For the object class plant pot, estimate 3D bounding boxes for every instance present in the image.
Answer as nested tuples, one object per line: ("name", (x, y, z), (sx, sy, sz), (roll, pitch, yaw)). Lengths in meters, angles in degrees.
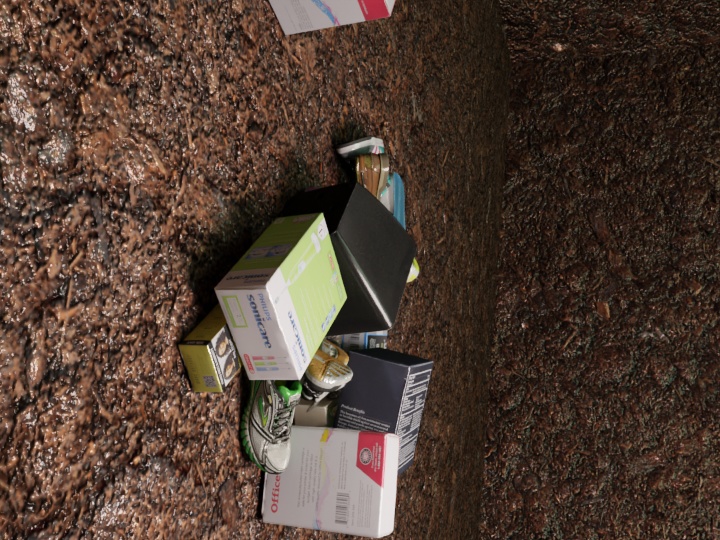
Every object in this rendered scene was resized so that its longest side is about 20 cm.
("plant pot", (-0.041, -0.029, 1.131), (0.180, 0.195, 0.202), (61, 34, -33))

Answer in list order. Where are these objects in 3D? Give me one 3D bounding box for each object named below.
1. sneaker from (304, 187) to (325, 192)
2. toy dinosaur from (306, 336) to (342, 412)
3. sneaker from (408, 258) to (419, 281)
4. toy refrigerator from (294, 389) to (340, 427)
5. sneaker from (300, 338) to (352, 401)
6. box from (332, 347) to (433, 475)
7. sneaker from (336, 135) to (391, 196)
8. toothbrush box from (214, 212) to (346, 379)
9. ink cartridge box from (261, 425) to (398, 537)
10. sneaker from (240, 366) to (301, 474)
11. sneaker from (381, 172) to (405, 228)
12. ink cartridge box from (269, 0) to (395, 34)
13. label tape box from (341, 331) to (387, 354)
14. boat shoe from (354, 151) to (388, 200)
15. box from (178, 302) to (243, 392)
("sneaker", (-0.047, -0.091, 1.260), (0.200, 0.079, 0.091), (38, 63, -66))
("toy dinosaur", (-0.070, 0.168, 1.209), (0.077, 0.102, 0.202), (-43, -169, 53))
("sneaker", (0.055, -0.050, 1.550), (0.076, 0.104, 0.203), (39, 25, -52))
("toy refrigerator", (-0.049, 0.253, 1.262), (0.199, 0.068, 0.078), (-22, 112, -67))
("sneaker", (-0.061, 0.170, 1.058), (0.089, 0.075, 0.200), (-58, 178, 3))
("box", (0.038, 0.249, 1.221), (0.200, 0.120, 0.204), (16, 88, -72))
("sneaker", (0.008, -0.205, 1.401), (0.199, 0.082, 0.124), (-23, 103, -69))
("toothbrush box", (-0.103, 0.032, 0.957), (0.201, 0.084, 0.149), (-61, 141, -54))
("ink cartridge box", (-0.045, 0.325, 1.072), (0.085, 0.195, 0.152), (33, 60, -65))
("sneaker", (-0.128, 0.203, 1.010), (0.077, 0.084, 0.206), (-9, 97, -47))
("sneaker", (0.050, -0.110, 1.492), (0.076, 0.079, 0.205), (33, 55, -55))
("ink cartridge box", (-0.037, -0.473, 1.102), (0.086, 0.195, 0.151), (61, 36, -50))
("label tape box", (0.022, 0.114, 1.456), (0.199, 0.064, 0.148), (15, 77, -67))
("boat shoe", (0.006, -0.148, 1.358), (0.073, 0.066, 0.204), (-105, -162, -49))
("box", (-0.174, 0.080, 0.952), (0.201, 0.049, 0.077), (-56, 139, -57))
